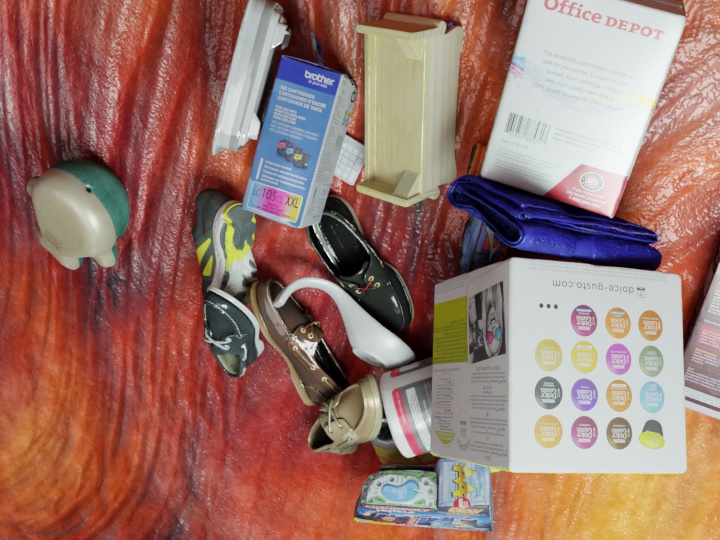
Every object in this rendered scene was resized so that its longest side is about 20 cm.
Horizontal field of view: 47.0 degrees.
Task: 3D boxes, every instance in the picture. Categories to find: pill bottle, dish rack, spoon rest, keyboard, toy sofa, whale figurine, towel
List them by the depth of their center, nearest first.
[{"bbox_3d":[0.204,-0.054,0.861,0.197,0.148,0.050,10,110,-29],"label":"towel"},{"bbox_3d":[-0.112,-0.212,0.900,0.043,0.200,0.175,15,103,-6],"label":"dish rack"},{"bbox_3d":[0.054,-0.184,0.943,0.082,0.097,0.204,20,123,36],"label":"toy sofa"},{"bbox_3d":[-0.083,-0.178,1.022,0.198,0.011,0.057,32,120,2],"label":"keyboard"},{"bbox_3d":[0.132,0.154,1.040,0.197,0.111,0.112,-19,108,10],"label":"pill bottle"},{"bbox_3d":[-0.014,0.066,1.070,0.198,0.061,0.099,31,162,-12],"label":"spoon rest"},{"bbox_3d":[-0.384,-0.075,1.138,0.159,0.104,0.200,44,144,-5],"label":"whale figurine"}]

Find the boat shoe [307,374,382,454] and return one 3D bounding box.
[{"bbox_3d":[-0.022,0.201,1.102,0.063,0.072,0.201,-3,148,-21],"label":"boat shoe"}]

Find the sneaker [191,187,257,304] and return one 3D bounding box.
[{"bbox_3d":[-0.184,-0.024,1.106,0.085,0.074,0.202,43,137,32],"label":"sneaker"}]

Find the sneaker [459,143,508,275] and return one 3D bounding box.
[{"bbox_3d":[0.158,-0.045,0.971,0.077,0.076,0.203,6,118,12],"label":"sneaker"}]

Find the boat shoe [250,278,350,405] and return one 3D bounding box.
[{"bbox_3d":[-0.076,0.093,1.116,0.069,0.071,0.202,-14,118,30],"label":"boat shoe"}]

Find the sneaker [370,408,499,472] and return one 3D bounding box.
[{"bbox_3d":[0.107,0.243,1.131,0.196,0.079,0.091,9,132,16],"label":"sneaker"}]

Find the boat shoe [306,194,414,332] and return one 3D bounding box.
[{"bbox_3d":[-0.002,0.001,1.053,0.073,0.063,0.203,-27,105,25],"label":"boat shoe"}]

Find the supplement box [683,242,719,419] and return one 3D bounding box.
[{"bbox_3d":[0.429,0.070,0.935,0.107,0.061,0.203,19,120,16],"label":"supplement box"}]

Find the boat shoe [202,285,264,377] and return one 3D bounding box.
[{"bbox_3d":[-0.172,0.087,1.088,0.075,0.061,0.201,27,158,21],"label":"boat shoe"}]

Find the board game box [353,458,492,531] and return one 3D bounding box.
[{"bbox_3d":[0.095,0.285,1.065,0.196,0.063,0.201,5,154,-3],"label":"board game box"}]

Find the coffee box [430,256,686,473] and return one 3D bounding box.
[{"bbox_3d":[0.199,0.107,0.875,0.196,0.200,0.202,5,81,-17],"label":"coffee box"}]

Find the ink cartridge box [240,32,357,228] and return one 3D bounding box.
[{"bbox_3d":[-0.061,-0.157,0.930,0.075,0.136,0.203,19,97,4],"label":"ink cartridge box"}]

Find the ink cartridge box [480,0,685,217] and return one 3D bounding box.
[{"bbox_3d":[0.223,-0.189,0.836,0.143,0.145,0.203,19,120,10],"label":"ink cartridge box"}]
